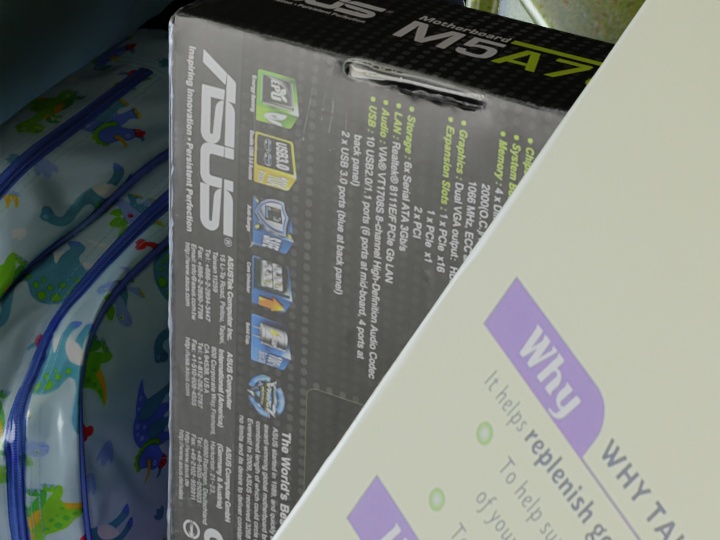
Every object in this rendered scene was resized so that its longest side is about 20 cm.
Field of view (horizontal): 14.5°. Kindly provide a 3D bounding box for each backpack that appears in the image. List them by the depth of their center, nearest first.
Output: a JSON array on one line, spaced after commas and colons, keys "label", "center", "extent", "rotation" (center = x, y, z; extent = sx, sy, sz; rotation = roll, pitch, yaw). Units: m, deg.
[{"label": "backpack", "center": [-0.091, 0.021, 0.938], "extent": [0.154, 0.200, 0.164], "rotation": [33, 131, 35]}]

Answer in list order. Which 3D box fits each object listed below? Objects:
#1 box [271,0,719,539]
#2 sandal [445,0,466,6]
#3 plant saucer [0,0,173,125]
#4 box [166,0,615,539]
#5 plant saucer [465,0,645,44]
[{"label": "box", "center": [0.076, 0.082, 0.460], "extent": [0.200, 0.097, 0.176], "rotation": [-57, 48, 26]}, {"label": "sandal", "center": [0.000, 0.001, 0.827], "extent": [0.076, 0.043, 0.201], "rotation": [45, 122, 62]}, {"label": "plant saucer", "center": [-0.104, -0.080, 0.958], "extent": [0.027, 0.200, 0.200], "rotation": [40, 149, 10]}, {"label": "box", "center": [0.046, 0.050, 0.608], "extent": [0.193, 0.047, 0.201], "rotation": [15, 118, 26]}, {"label": "plant saucer", "center": [0.065, 0.009, 0.693], "extent": [0.200, 0.048, 0.200], "rotation": [-118, 27, -47]}]
